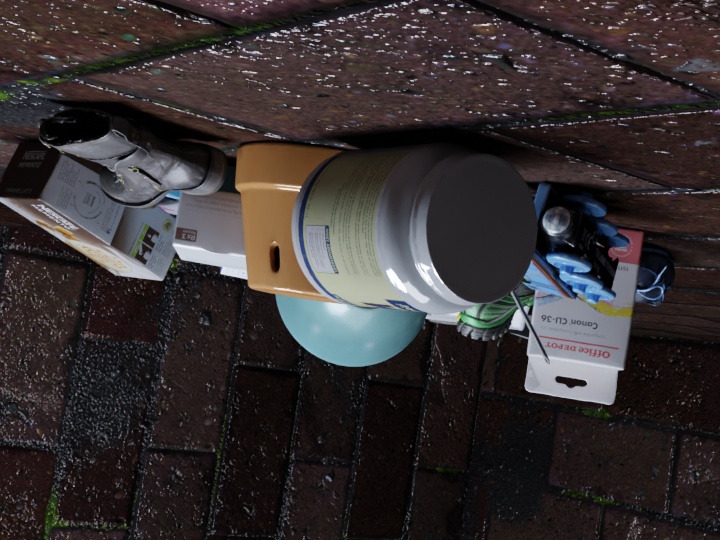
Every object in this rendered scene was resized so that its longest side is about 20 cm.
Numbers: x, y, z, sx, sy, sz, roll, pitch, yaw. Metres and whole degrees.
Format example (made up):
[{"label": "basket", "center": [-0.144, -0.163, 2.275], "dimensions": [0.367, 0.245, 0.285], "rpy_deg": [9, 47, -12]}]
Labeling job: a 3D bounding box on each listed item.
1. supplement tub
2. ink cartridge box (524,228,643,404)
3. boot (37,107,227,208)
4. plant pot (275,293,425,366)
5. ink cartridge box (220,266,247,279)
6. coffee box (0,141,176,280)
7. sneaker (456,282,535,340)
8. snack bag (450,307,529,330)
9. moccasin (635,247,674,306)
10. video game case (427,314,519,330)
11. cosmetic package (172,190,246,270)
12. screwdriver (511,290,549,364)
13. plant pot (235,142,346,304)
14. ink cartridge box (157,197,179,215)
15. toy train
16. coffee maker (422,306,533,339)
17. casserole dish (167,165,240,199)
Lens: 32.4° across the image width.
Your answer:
[{"label": "supplement tub", "center": [0.045, -0.037, 1.093], "dimensions": [0.144, 0.147, 0.199], "rpy_deg": [11, 176, -34]}, {"label": "ink cartridge box", "center": [0.259, 0.049, 1.450], "dimensions": [0.115, 0.203, 0.067], "rpy_deg": [8, 176, 8]}, {"label": "boot", "center": [-0.247, -0.120, 1.235], "dimensions": [0.198, 0.070, 0.173], "rpy_deg": [-5, 165, 41]}, {"label": "plant pot", "center": [0.000, 0.000, 1.469], "dimensions": [0.198, 0.204, 0.161], "rpy_deg": [9, 166, -4]}, {"label": "ink cartridge box", "center": [-0.084, -0.024, 1.615], "dimensions": [0.197, 0.095, 0.044], "rpy_deg": [13, 134, -20]}, {"label": "coffee box", "center": [-0.326, -0.071, 1.508], "dimensions": [0.113, 0.081, 0.200], "rpy_deg": [5, 155, 45]}, {"label": "sneaker", "center": [0.187, 0.003, 1.502], "dimensions": [0.077, 0.086, 0.200], "rpy_deg": [21, -142, 24]}, {"label": "snack bag", "center": [0.147, 0.008, 1.666], "dimensions": [0.186, 0.022, 0.201], "rpy_deg": [9, 140, 0]}, {"label": "moccasin", "center": [0.369, 0.010, 1.603], "dimensions": [0.080, 0.069, 0.199], "rpy_deg": [6, 175, 34]}, {"label": "video game case", "center": [0.130, 0.008, 1.715], "dimensions": [0.197, 0.023, 0.183], "rpy_deg": [7, 140, 11]}, {"label": "cosmetic package", "center": [-0.161, -0.046, 1.438], "dimensions": [0.100, 0.075, 0.200], "rpy_deg": [9, 174, -6]}, {"label": "screwdriver", "center": [0.154, 0.009, 1.321], "dimensions": [0.028, 0.202, 0.029], "rpy_deg": [-23, 174, -13]}, {"label": "plant pot", "center": [-0.039, -0.041, 1.278], "dimensions": [0.197, 0.142, 0.200], "rpy_deg": [8, 177, 0]}, {"label": "ink cartridge box", "center": [-0.278, -0.103, 1.659], "dimensions": [0.195, 0.044, 0.199], "rpy_deg": [11, 174, -37]}, {"label": "toy train", "center": [0.201, -0.026, 1.265], "dimensions": [0.113, 0.088, 0.200], "rpy_deg": [12, 169, 28]}, {"label": "coffee maker", "center": [0.190, 0.029, 1.819], "dimensions": [0.197, 0.137, 0.192], "rpy_deg": [8, 175, 7]}, {"label": "casserole dish", "center": [-0.151, -0.098, 1.461], "dimensions": [0.197, 0.039, 0.121], "rpy_deg": [8, 176, 19]}]
